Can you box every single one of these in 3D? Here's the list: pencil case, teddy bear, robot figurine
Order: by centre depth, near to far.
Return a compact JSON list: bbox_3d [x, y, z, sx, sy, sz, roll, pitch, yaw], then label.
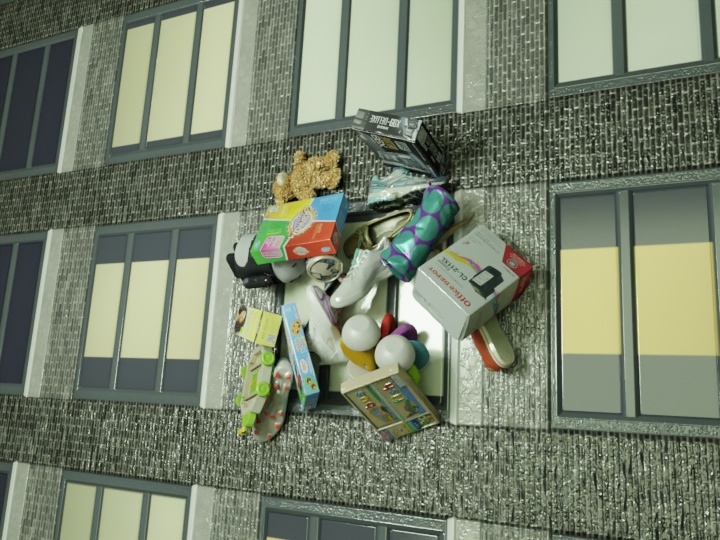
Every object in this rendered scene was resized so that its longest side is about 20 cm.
[{"bbox_3d":[0.122,-0.079,1.356,0.092,0.085,0.202,37,90,24],"label":"pencil case"},{"bbox_3d":[-0.090,-0.057,1.464,0.087,0.079,0.202,-17,40,0],"label":"pencil case"},{"bbox_3d":[-0.220,-0.027,1.540,0.195,0.124,0.155,-3,80,25],"label":"robot figurine"},{"bbox_3d":[-0.133,-0.229,1.573,0.195,0.067,0.149,1,76,25],"label":"teddy bear"}]

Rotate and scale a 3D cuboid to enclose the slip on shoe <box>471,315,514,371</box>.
[{"bbox_3d":[0.246,0.113,1.314,0.061,0.072,0.204,-50,52,44],"label":"slip on shoe"}]

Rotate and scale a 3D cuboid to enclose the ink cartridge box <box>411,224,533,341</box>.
[{"bbox_3d":[0.220,0.021,1.276,0.198,0.084,0.146,-32,60,-29],"label":"ink cartridge box"}]

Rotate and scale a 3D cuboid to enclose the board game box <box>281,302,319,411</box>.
[{"bbox_3d":[-0.136,0.194,1.436,0.036,0.152,0.205,-12,68,-12],"label":"board game box"}]

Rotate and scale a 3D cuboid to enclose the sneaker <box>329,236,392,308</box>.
[{"bbox_3d":[0.000,0.000,1.397,0.199,0.090,0.074,-37,22,-28],"label":"sneaker"}]

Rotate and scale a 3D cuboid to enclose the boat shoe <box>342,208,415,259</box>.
[{"bbox_3d":[0.040,-0.085,1.458,0.196,0.063,0.075,-19,70,21],"label":"boat shoe"}]

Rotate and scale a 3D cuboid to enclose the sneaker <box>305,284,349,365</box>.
[{"bbox_3d":[-0.089,0.128,1.407,0.097,0.075,0.204,-16,116,10],"label":"sneaker"}]

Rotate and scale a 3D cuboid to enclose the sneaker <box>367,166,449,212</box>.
[{"bbox_3d":[0.103,-0.196,1.446,0.195,0.077,0.089,-8,72,24],"label":"sneaker"}]

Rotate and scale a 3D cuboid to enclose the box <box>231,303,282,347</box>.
[{"bbox_3d":[-0.243,0.126,1.495,0.199,0.049,0.077,2,76,63],"label":"box"}]

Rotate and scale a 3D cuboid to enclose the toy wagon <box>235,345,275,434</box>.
[{"bbox_3d":[-0.242,0.274,1.473,0.155,0.039,0.205,-36,43,55],"label":"toy wagon"}]

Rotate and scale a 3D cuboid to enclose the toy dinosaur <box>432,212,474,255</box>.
[{"bbox_3d":[0.160,-0.060,1.398,0.196,0.058,0.104,-21,69,20],"label":"toy dinosaur"}]

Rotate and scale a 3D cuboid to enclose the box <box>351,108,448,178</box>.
[{"bbox_3d":[0.090,-0.273,1.399,0.154,0.199,0.051,18,83,27],"label":"box"}]

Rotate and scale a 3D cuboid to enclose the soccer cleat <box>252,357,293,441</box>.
[{"bbox_3d":[-0.198,0.299,1.493,0.068,0.078,0.205,18,104,-9],"label":"soccer cleat"}]

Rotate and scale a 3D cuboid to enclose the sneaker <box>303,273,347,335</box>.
[{"bbox_3d":[-0.084,0.092,1.467,0.069,0.082,0.203,32,93,25],"label":"sneaker"}]

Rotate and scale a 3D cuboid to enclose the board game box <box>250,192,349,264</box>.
[{"bbox_3d":[-0.132,-0.093,1.429,0.195,0.041,0.155,-8,44,21],"label":"board game box"}]

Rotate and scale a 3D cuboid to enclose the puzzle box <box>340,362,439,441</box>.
[{"bbox_3d":[0.062,0.268,1.299,0.130,0.201,0.026,-23,40,19],"label":"puzzle box"}]

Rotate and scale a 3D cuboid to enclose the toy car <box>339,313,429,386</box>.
[{"bbox_3d":[0.059,0.167,1.357,0.197,0.178,0.150,28,54,28],"label":"toy car"}]
